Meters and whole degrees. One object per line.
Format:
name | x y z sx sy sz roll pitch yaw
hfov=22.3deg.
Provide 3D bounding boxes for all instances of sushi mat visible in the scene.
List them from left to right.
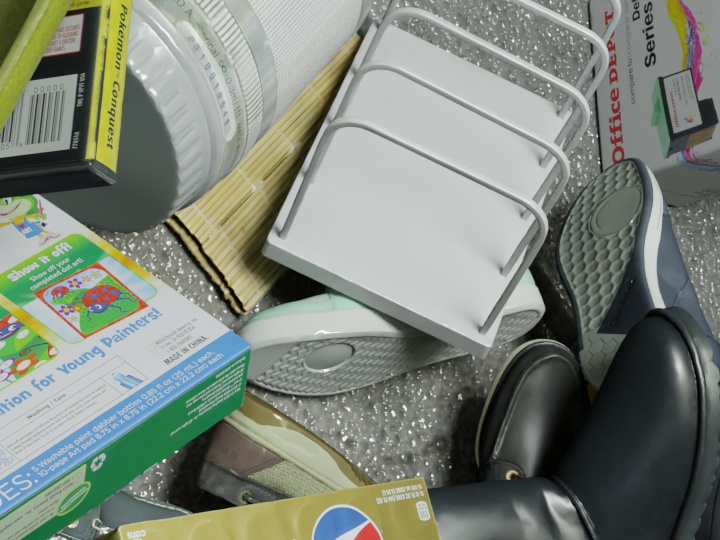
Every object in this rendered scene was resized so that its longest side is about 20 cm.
sushi mat | -0.042 -0.069 1.079 0.096 0.012 0.200 53 50 -15

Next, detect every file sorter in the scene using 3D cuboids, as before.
file sorter | 0.054 -0.085 1.028 0.138 0.125 0.201 25 49 -2

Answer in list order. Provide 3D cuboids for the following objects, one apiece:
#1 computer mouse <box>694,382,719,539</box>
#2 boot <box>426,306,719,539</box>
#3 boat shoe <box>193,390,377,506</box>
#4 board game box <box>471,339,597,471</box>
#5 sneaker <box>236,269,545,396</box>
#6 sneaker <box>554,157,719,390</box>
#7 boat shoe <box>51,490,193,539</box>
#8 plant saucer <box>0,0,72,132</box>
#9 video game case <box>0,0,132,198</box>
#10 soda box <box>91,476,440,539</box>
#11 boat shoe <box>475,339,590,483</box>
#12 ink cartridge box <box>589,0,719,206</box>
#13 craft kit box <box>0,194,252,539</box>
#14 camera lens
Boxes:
computer mouse | 0.199 0.167 1.024 0.046 0.141 0.202 -1 120 -26
boot | 0.101 0.121 0.982 0.166 0.076 0.202 -2 110 -25
boat shoe | -0.020 0.137 1.011 0.066 0.072 0.201 -52 130 -6
board game box | 0.181 0.127 1.192 0.200 0.056 0.166 -43 105 -39
sneaker | 0.000 0.000 1.071 0.199 0.074 0.119 -10 62 -29
sneaker | 0.194 0.036 1.146 0.146 0.077 0.204 41 35 -31
boat shoe | -0.154 0.106 0.877 0.198 0.073 0.062 16 99 -27
plant saucer | -0.210 -0.110 0.807 0.201 0.199 0.048 -62 150 -4
video game case | -0.193 -0.118 0.844 0.025 0.198 0.183 35 54 -59
soda box | -0.048 0.150 0.878 0.199 0.064 0.068 -3 72 -44
boat shoe | 0.100 0.143 1.066 0.073 0.063 0.204 11 90 -7
ink cartridge box | 0.253 -0.140 1.231 0.083 0.199 0.147 7 73 -36
craft kit box | -0.186 0.041 0.823 0.197 0.049 0.199 36 45 23
camera lens | -0.097 -0.137 0.950 0.160 0.159 0.200 52 51 -17
